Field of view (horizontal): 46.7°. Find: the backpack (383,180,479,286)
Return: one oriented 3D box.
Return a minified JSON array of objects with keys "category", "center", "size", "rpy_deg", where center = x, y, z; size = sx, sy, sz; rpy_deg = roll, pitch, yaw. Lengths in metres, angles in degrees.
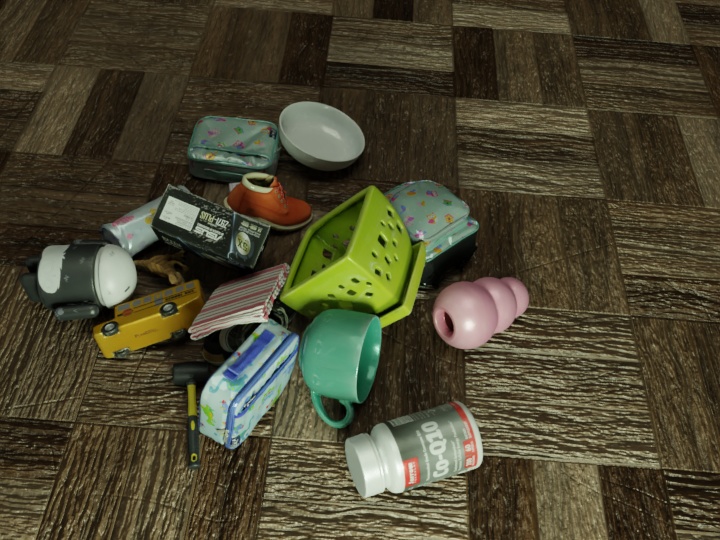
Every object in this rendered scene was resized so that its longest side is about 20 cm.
[{"category":"backpack","center":[0.116,-0.089,1.665],"size":[0.176,0.154,0.200],"rpy_deg":[-34,51,-24]}]

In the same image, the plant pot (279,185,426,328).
[{"category":"plant pot","center":[0.000,0.000,1.524],"size":[0.181,0.200,0.199],"rpy_deg":[40,44,-21]}]

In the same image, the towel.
[{"category":"towel","center":[-0.208,0.053,1.465],"size":[0.146,0.030,0.200],"rpy_deg":[-16,20,15]}]

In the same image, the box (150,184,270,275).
[{"category":"box","center":[-0.276,-0.069,1.554],"size":[0.200,0.164,0.086],"rpy_deg":[23,81,-5]}]

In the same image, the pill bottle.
[{"category":"pill bottle","center":[0.085,0.290,1.340],"size":[0.199,0.114,0.114],"rpy_deg":[-14,50,-16]}]

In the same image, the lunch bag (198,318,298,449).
[{"category":"lunch bag","center":[-0.183,0.185,1.378],"size":[0.082,0.161,0.200],"rpy_deg":[29,47,13]}]

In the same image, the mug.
[{"category":"mug","center":[-0.043,0.155,1.427],"size":[0.114,0.152,0.185],"rpy_deg":[10,49,15]}]

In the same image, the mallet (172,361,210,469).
[{"category":"mallet","center":[-0.275,0.240,1.415],"size":[0.066,0.041,0.200],"rpy_deg":[-9,54,-15]}]

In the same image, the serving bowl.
[{"category":"serving bowl","center":[-0.094,-0.290,1.868],"size":[0.200,0.066,0.200],"rpy_deg":[14,45,-14]}]

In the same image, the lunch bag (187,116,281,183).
[{"category":"lunch bag","center":[-0.274,-0.262,1.835],"size":[0.199,0.077,0.161],"rpy_deg":[6,48,1]}]

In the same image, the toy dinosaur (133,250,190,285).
[{"category":"toy dinosaur","center":[-0.389,-0.011,1.601],"size":[0.200,0.061,0.106],"rpy_deg":[10,7,41]}]

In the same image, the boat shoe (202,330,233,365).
[{"category":"boat shoe","center":[-0.230,0.085,1.537],"size":[0.074,0.062,0.200],"rpy_deg":[17,48,13]}]

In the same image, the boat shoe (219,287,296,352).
[{"category":"boat shoe","center":[-0.163,0.094,1.504],"size":[0.071,0.072,0.200],"rpy_deg":[1,28,39]}]

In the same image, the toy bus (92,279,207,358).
[{"category":"toy bus","center":[-0.375,0.087,1.502],"size":[0.199,0.065,0.078],"rpy_deg":[-19,39,-5]}]

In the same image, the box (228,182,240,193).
[{"category":"box","center":[-0.243,-0.102,1.719],"size":[0.041,0.039,0.200],"rpy_deg":[-4,48,-11]}]

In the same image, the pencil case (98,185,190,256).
[{"category":"pencil case","center":[-0.419,-0.094,1.671],"size":[0.200,0.091,0.083],"rpy_deg":[-34,98,-28]}]

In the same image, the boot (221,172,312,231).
[{"category":"boot","center":[-0.171,-0.142,1.690],"size":[0.200,0.107,0.075],"rpy_deg":[5,44,-36]}]

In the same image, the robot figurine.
[{"category":"robot figurine","center":[-0.514,0.014,1.535],"size":[0.199,0.125,0.151],"rpy_deg":[-2,89,1]}]

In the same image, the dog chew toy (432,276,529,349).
[{"category":"dog chew toy","center":[0.233,0.069,1.554],"size":[0.200,0.125,0.125],"rpy_deg":[-18,51,-30]}]
